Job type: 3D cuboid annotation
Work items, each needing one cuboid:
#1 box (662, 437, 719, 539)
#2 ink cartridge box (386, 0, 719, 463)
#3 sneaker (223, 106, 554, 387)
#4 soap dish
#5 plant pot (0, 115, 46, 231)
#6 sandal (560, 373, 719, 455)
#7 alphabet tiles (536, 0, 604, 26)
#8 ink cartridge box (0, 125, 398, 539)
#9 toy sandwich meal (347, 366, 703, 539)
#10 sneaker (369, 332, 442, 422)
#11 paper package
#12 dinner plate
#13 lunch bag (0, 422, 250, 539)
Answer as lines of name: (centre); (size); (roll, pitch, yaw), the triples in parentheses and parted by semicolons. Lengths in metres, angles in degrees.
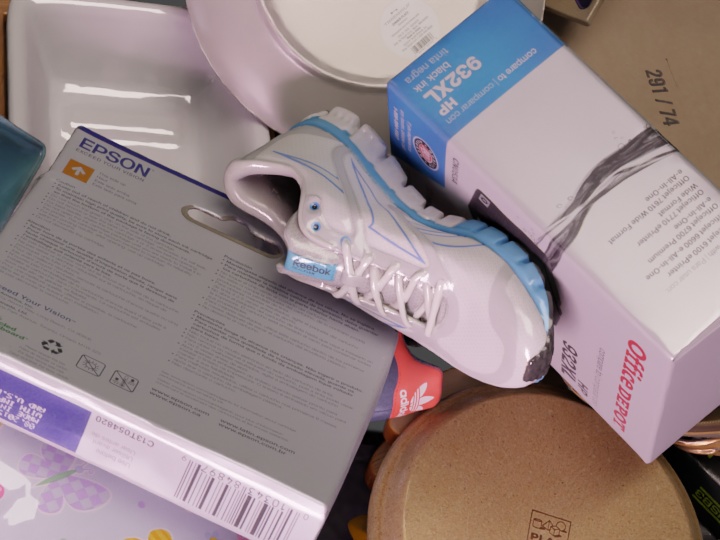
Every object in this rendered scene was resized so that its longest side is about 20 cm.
box: (0.293, 0.112, 1.331); (0.193, 0.048, 0.200); (44, 58, 11)
ink cartridge box: (0.109, -0.020, 1.176); (0.084, 0.145, 0.200); (-39, 70, -15)
sneaker: (0.008, -0.001, 1.148); (0.087, 0.075, 0.200); (-20, 46, -40)
soap dish: (-0.124, -0.047, 1.257); (0.157, 0.081, 0.200); (4, 61, -17)
plant pot: (-0.292, -0.061, 1.151); (0.200, 0.141, 0.142); (28, 85, 22)
sandal: (0.191, 0.067, 1.271); (0.200, 0.054, 0.080); (8, 49, -24)
alphabet tiles: (0.076, -0.193, 1.327); (0.167, 0.008, 0.200); (26, 84, 31)
ink cartridge box: (-0.086, 0.030, 1.132); (0.199, 0.041, 0.200); (25, 34, 0)
toy sandwich meal: (0.083, 0.145, 1.231); (0.205, 0.070, 0.206); (7, 63, -14)
sneaker: (0.000, 0.000, 1.264); (0.084, 0.075, 0.200); (-1, 53, -11)
paper package: (0.169, -0.073, 1.359); (0.190, 0.104, 0.200); (-11, 65, -23)
dinner plate: (0.005, -0.160, 1.261); (0.200, 0.024, 0.201); (1, 85, -12)
lunch bag: (-0.140, 0.153, 1.114); (0.200, 0.127, 0.170); (1, 61, -31)
